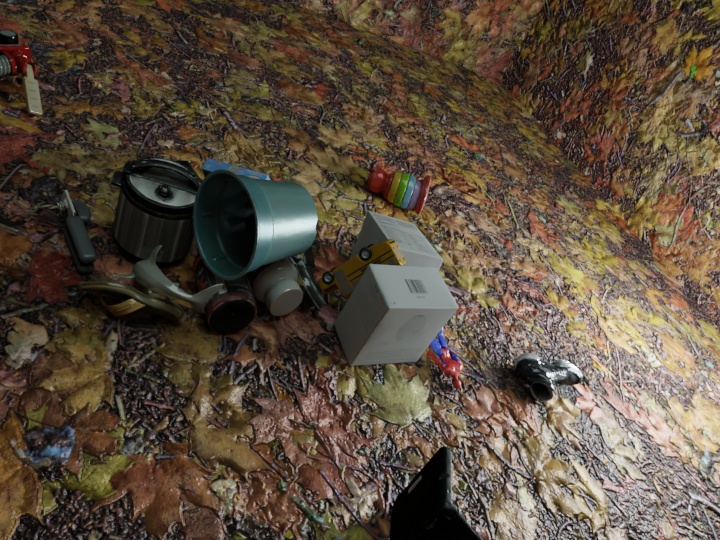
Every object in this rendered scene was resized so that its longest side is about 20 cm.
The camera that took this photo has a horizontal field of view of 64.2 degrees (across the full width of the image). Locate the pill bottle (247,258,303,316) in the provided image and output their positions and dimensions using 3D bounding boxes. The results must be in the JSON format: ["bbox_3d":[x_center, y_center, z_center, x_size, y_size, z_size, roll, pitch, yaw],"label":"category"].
[{"bbox_3d":[-0.205,-0.003,1.271,0.110,0.114,0.202,-7,49,-41],"label":"pill bottle"}]

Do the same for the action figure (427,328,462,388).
[{"bbox_3d":[0.197,0.193,1.396,0.064,0.052,0.204,-2,52,-30],"label":"action figure"}]

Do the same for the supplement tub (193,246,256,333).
[{"bbox_3d":[-0.287,0.021,1.188,0.104,0.108,0.203,3,44,-33],"label":"supplement tub"}]

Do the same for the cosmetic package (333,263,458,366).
[{"bbox_3d":[0.075,0.101,1.278,0.194,0.202,0.125,3,44,-34],"label":"cosmetic package"}]

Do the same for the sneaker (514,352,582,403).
[{"bbox_3d":[0.495,0.290,1.486,0.194,0.077,0.116,16,38,-12],"label":"sneaker"}]

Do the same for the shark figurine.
[{"bbox_3d":[-0.373,0.004,1.085,0.210,0.092,0.127,22,0,28],"label":"shark figurine"}]

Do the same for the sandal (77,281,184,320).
[{"bbox_3d":[-0.429,0.066,1.070,0.196,0.080,0.056,24,70,-25],"label":"sandal"}]

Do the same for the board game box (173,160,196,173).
[{"bbox_3d":[-0.430,-0.200,1.415,0.103,0.024,0.201,-9,51,-45],"label":"board game box"}]

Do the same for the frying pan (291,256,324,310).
[{"bbox_3d":[-0.127,0.010,1.337,0.192,0.030,0.116,63,1,41],"label":"frying pan"}]

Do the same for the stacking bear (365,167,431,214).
[{"bbox_3d":[0.116,-0.266,1.837,0.194,0.124,0.115,19,28,-1],"label":"stacking bear"}]

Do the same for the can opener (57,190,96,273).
[{"bbox_3d":[-0.562,-0.083,1.150,0.065,0.053,0.202,-3,48,-39],"label":"can opener"}]

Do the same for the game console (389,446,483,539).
[{"bbox_3d":[0.134,0.428,0.937,0.114,0.203,0.178,24,35,-9],"label":"game console"}]

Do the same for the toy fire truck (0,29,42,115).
[{"bbox_3d":[-0.847,-0.465,1.353,0.198,0.132,0.174,34,34,22],"label":"toy fire truck"}]

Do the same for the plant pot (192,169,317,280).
[{"bbox_3d":[-0.198,-0.097,1.146,0.193,0.203,0.201,-12,52,-50],"label":"plant pot"}]

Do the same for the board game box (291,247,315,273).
[{"bbox_3d":[-0.174,-0.079,1.449,0.102,0.024,0.204,12,41,-24],"label":"board game box"}]

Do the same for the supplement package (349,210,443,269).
[{"bbox_3d":[0.084,-0.025,1.444,0.146,0.155,0.201,12,25,-25],"label":"supplement package"}]

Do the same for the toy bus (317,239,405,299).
[{"bbox_3d":[0.000,0.000,1.302,0.080,0.197,0.065,59,18,1],"label":"toy bus"}]

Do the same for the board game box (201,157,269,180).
[{"bbox_3d":[-0.267,-0.158,1.308,0.146,0.202,0.037,16,61,10],"label":"board game box"}]

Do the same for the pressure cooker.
[{"bbox_3d":[-0.413,-0.135,1.195,0.178,0.203,0.174,42,37,18],"label":"pressure cooker"}]
